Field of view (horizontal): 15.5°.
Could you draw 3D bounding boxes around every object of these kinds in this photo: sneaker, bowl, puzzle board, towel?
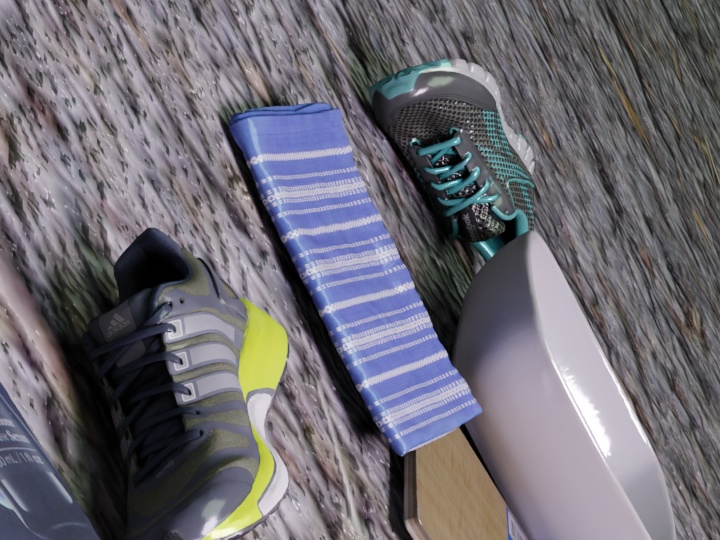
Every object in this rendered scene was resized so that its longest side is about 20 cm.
[{"bbox_3d":[-0.079,0.055,1.064,0.081,0.074,0.200,49,15,-23],"label":"sneaker"},{"bbox_3d":[0.116,0.091,1.604,0.200,0.075,0.200,62,13,-16],"label":"bowl"},{"bbox_3d":[0.070,0.166,1.469,0.200,0.017,0.151,59,16,-28],"label":"puzzle board"},{"bbox_3d":[0.000,0.000,1.430,0.200,0.024,0.145,63,18,5],"label":"towel"},{"bbox_3d":[0.070,-0.065,1.698,0.200,0.077,0.091,40,34,-55],"label":"sneaker"}]

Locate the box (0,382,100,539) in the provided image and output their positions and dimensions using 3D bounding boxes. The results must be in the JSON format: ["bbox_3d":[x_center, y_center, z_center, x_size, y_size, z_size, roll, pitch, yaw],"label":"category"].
[{"bbox_3d":[-0.153,0.056,0.611,0.200,0.107,0.148,54,14,25],"label":"box"}]
